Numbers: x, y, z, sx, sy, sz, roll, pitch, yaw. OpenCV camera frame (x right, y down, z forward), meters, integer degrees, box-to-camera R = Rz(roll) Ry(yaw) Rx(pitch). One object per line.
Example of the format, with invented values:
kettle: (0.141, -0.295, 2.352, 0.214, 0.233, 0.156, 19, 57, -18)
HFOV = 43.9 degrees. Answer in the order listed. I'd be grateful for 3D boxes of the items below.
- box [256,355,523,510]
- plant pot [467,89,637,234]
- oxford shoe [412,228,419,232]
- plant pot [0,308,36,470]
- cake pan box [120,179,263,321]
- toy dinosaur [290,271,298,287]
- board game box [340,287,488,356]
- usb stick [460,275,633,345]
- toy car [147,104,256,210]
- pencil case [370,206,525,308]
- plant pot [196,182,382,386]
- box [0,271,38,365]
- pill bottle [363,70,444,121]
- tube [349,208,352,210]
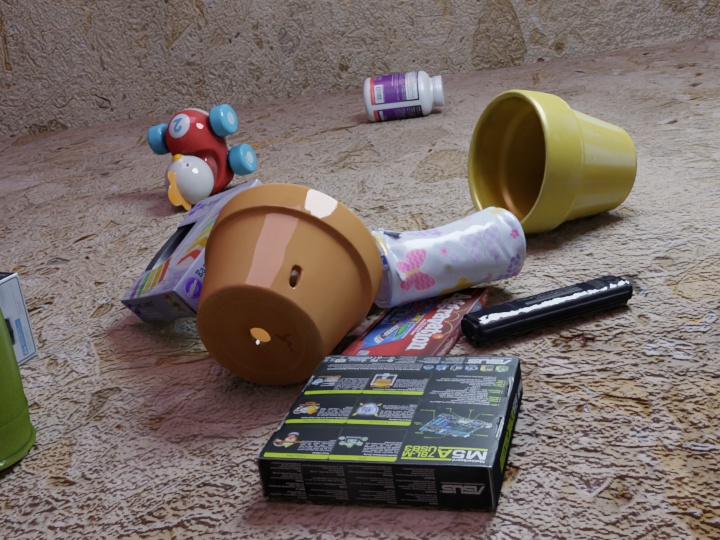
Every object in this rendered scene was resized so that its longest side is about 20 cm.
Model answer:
box: (0.035, 0.135, 0.793, 0.199, 0.048, 0.193, -2, 23, 17)
plant pot: (0.285, -0.152, 1.294, 0.188, 0.202, 0.201, 0, 14, -27)
oxford shoe: (0.000, 0.000, 1.113, 0.199, 0.074, 0.071, -15, -10, -28)
plant pot: (-0.425, 0.082, 0.863, 0.199, 0.194, 0.200, 1, 13, 0)
cake pan box: (-0.207, -0.021, 1.142, 0.184, 0.052, 0.200, -54, 23, -24)
toy dinosaur: (-0.078, 0.006, 1.164, 0.200, 0.136, 0.086, 3, 37, -49)
board game box: (0.067, 0.063, 1.018, 0.103, 0.020, 0.200, 3, 22, 26)
usb stick: (0.207, 0.042, 0.996, 0.199, 0.033, 0.055, -14, 13, -15)
toy car: (-0.334, -0.205, 1.749, 0.184, 0.177, 0.200, -12, 29, 22)
pencil case: (0.098, -0.017, 1.067, 0.199, 0.091, 0.083, -12, -20, -22)
plant pot: (-0.088, 0.027, 0.959, 0.199, 0.201, 0.140, -2, 36, 19)
box: (-0.480, 0.089, 1.044, 0.060, 0.117, 0.200, 3, 21, 25)
pill bottle: (0.112, -0.448, 2.290, 0.199, 0.113, 0.113, -5, 20, 10)
tube: (-0.034, -0.073, 1.405, 0.058, 0.052, 0.200, 29, 6, -16)
